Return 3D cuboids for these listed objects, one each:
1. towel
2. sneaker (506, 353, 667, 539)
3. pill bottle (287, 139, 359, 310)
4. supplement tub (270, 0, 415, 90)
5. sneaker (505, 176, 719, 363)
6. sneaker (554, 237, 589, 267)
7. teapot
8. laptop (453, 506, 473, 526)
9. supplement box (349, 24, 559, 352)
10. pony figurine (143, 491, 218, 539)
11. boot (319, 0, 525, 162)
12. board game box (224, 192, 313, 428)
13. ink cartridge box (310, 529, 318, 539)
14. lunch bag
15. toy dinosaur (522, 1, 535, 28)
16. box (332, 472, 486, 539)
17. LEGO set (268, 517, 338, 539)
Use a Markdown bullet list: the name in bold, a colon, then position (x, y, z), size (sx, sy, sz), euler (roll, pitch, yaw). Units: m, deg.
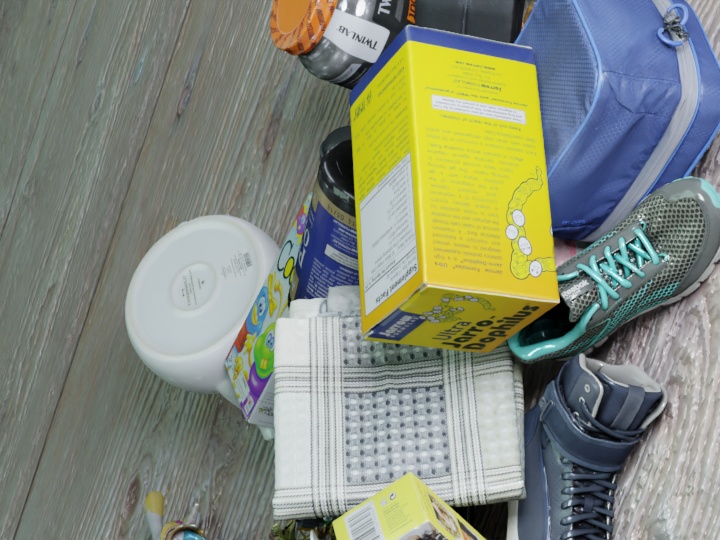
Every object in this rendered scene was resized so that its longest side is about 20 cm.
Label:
- **towel**: position (0.028, 0.090, 1.247), size (0.035, 0.190, 0.202), euler (74, -167, -51)
- **sneaker**: position (0.167, 0.155, 1.192), size (0.147, 0.076, 0.204), euler (-53, 34, 38)
- **pill bottle**: position (0.000, 0.000, 1.395), size (0.112, 0.111, 0.202), euler (-113, 31, -49)
- **supplement tub**: position (0.026, -0.216, 1.495), size (0.122, 0.198, 0.124), euler (-34, 49, 50)
- **sneaker**: position (0.181, 0.010, 1.196), size (0.200, 0.091, 0.078), euler (-45, 74, 32)
- **sneaker**: position (0.122, -0.042, 1.331), size (0.075, 0.104, 0.202), euler (127, 147, -53)
- **teapot**: position (-0.142, 0.047, 1.738), size (0.196, 0.146, 0.202), euler (16, 72, 33)
- **laptop**: position (0.036, 0.150, 1.389), size (0.199, 0.115, 0.189), euler (-28, 52, 53)
- **supplement box**: position (0.064, -0.056, 1.196), size (0.109, 0.108, 0.202), euler (138, 134, -57)
- **pony figurine**: position (-0.215, 0.329, 1.743), size (0.200, 0.165, 0.195), euler (172, 119, -76)
- **boot**: position (0.050, -0.166, 1.410), size (0.066, 0.163, 0.202), euler (-78, -6, -51)
- **board game box**: position (-0.035, 0.046, 1.578), size (0.201, 0.104, 0.103), euler (-61, 31, 22)
- **ink cartridge box**: position (0.021, 0.281, 1.278), size (0.067, 0.201, 0.118), euler (-13, 56, 9)
- **lunch bag**: position (0.185, -0.120, 1.234), size (0.201, 0.131, 0.137), euler (121, 146, -43)
- **toy dinosaur**: position (0.129, -0.174, 1.437), size (0.200, 0.060, 0.107), euler (-32, 51, 52)
- **box**: position (0.065, 0.227, 1.203), size (0.075, 0.200, 0.050), euler (-35, 42, 13)
- **LEGO set**: position (-0.068, 0.260, 1.499), size (0.200, 0.115, 0.156), euler (-152, 77, -68)
